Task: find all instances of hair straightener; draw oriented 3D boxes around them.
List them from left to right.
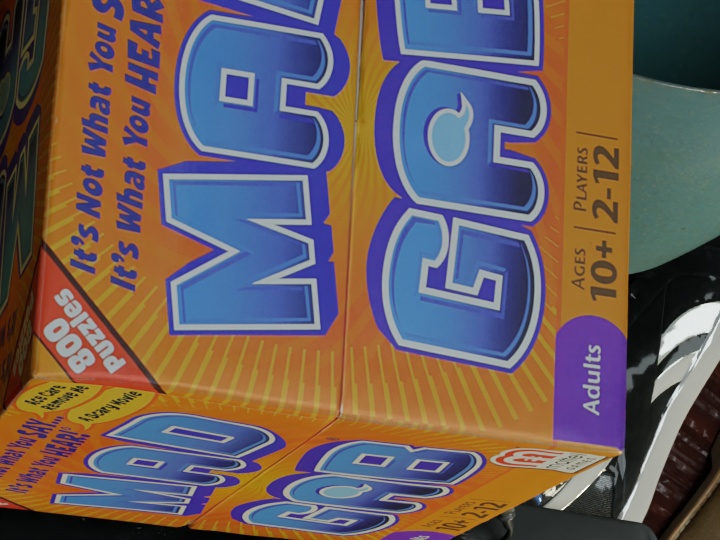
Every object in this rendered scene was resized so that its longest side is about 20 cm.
[{"bbox_3d":[0.042,0.103,1.123,0.200,0.077,0.041,19,49,-12],"label":"hair straightener"}]

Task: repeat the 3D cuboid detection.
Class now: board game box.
[{"bbox_3d":[-0.032,-0.022,0.917,0.200,0.200,0.200,8,72,-17],"label":"board game box"}]

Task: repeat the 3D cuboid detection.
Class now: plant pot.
[{"bbox_3d":[0.113,-0.078,1.134,0.200,0.200,0.135,-12,132,-34],"label":"plant pot"}]

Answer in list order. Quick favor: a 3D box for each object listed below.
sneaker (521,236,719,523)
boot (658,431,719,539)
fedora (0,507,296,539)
[{"bbox_3d":[0.106,0.028,1.181,0.112,0.073,0.200,29,76,-33],"label":"sneaker"},{"bbox_3d":[0.194,0.143,1.243,0.074,0.075,0.200,34,73,-32],"label":"boot"},{"bbox_3d":[-0.110,0.126,1.012,0.200,0.092,0.201,8,69,-21],"label":"fedora"}]
